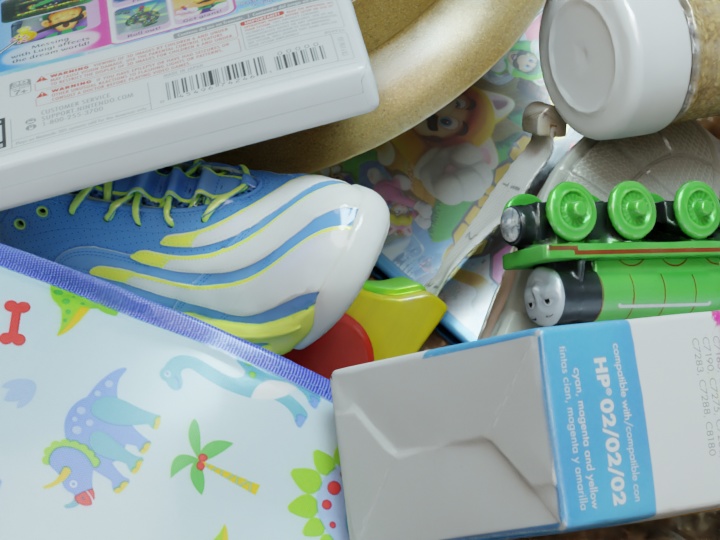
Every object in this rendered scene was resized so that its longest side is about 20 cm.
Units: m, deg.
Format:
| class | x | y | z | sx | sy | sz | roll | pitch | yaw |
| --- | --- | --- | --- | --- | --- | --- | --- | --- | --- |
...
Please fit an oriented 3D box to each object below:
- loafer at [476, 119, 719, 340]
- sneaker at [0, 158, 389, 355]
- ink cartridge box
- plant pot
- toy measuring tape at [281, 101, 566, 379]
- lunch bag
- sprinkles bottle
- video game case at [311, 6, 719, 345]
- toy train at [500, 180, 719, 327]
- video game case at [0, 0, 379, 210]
| class | x | y | z | sx | sy | sz | roll | pitch | yaw |
| --- | --- | --- | --- | --- | --- | --- | --- | --- | --- |
| loafer | 0.079 | 0.013 | 1.025 | 0.072 | 0.063 | 0.200 | 39 | 53 | -11 |
| sneaker | -0.081 | -0.013 | 0.980 | 0.105 | 0.200 | 0.076 | 35 | 61 | -29 |
| ink cartridge box | 0.104 | 0.052 | 0.908 | 0.200 | 0.115 | 0.068 | -4 | 84 | -38 |
| plant pot | -0.013 | -0.112 | 1.058 | 0.200 | 0.027 | 0.200 | -21 | 35 | 15 |
| toy measuring tape | 0.000 | 0.000 | 1.033 | 0.074 | 0.074 | 0.200 | 36 | 87 | 14 |
| lunch bag | -0.089 | 0.103 | 0.927 | 0.200 | 0.127 | 0.170 | 18 | 71 | 15 |
| sprinkles bottle | 0.170 | -0.098 | 1.053 | 0.200 | 0.068 | 0.068 | -10 | 65 | -30 |
| video game case | 0.082 | -0.023 | 1.085 | 0.200 | 0.018 | 0.143 | 42 | 72 | 16 |
| toy train | 0.138 | -0.005 | 1.007 | 0.200 | 0.042 | 0.056 | -2 | 83 | -33 |
| video game case | -0.102 | -0.084 | 0.999 | 0.200 | 0.024 | 0.182 | -15 | 31 | 0 |
